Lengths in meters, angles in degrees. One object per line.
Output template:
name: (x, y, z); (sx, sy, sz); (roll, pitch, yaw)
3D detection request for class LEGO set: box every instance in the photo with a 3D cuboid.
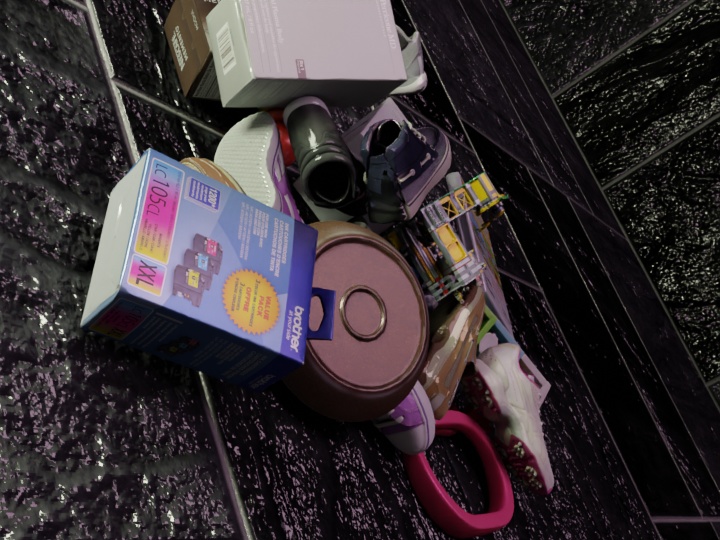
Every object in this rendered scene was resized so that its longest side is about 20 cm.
LEGO set: (0.098, -0.015, 1.201); (0.153, 0.199, 0.117); (-30, 87, -47)

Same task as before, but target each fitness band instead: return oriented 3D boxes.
fitness band: (0.116, 0.232, 1.154); (0.199, 0.037, 0.145); (14, 48, -58)

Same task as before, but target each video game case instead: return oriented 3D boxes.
video game case: (0.168, -0.013, 1.403); (0.200, 0.023, 0.184); (49, 27, -61)

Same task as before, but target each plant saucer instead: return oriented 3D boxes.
plant saucer: (-0.005, 0.044, 0.984); (0.198, 0.034, 0.203); (11, 70, -31)

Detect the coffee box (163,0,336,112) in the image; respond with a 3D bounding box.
coffee box: (-0.114, -0.258, 1.169); (0.198, 0.080, 0.114); (0, 57, -34)

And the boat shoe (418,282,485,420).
boat shoe: (0.107, 0.096, 1.177); (0.076, 0.071, 0.200); (47, 47, -11)

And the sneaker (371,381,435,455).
sneaker: (-0.005, 0.123, 1.031); (0.202, 0.072, 0.114); (58, 40, -9)

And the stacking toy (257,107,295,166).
stacking toy: (-0.093, -0.196, 1.242); (0.085, 0.085, 0.201); (42, 32, -32)

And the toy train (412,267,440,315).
toy train: (0.116, 0.035, 1.361); (0.115, 0.086, 0.200); (62, 19, -11)

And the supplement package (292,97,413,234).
supplement package: (0.012, -0.126, 1.306); (0.118, 0.116, 0.200); (52, 22, -11)

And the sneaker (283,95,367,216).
sneaker: (-0.027, -0.093, 1.119); (0.200, 0.070, 0.100); (57, 14, -53)

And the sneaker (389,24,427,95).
sneaker: (-0.010, -0.294, 1.363); (0.075, 0.197, 0.117); (-112, -163, -70)

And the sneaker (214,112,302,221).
sneaker: (-0.098, -0.074, 1.073); (0.115, 0.072, 0.202); (55, 19, -41)

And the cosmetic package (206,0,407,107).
cosmetic package: (-0.056, -0.237, 1.083); (0.198, 0.090, 0.108); (-9, 82, -32)

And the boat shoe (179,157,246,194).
boat shoe: (-0.132, -0.014, 0.921); (0.074, 0.075, 0.202); (2, 58, -57)

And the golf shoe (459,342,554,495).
golf shoe: (0.199, 0.181, 1.241); (0.091, 0.075, 0.201); (-35, 106, -27)

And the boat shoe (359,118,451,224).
boat shoe: (0.054, -0.140, 1.142); (0.201, 0.074, 0.094); (-64, 149, -53)

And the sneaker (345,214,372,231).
sneaker: (0.000, 0.000, 1.136); (0.115, 0.076, 0.199); (60, -4, -11)

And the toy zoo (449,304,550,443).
toy zoo: (0.162, 0.145, 1.273); (0.131, 0.020, 0.200); (-47, 109, -21)

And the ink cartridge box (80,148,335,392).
ink cartridge box: (-0.113, 0.009, 0.827); (0.199, 0.076, 0.138); (26, 52, -31)
